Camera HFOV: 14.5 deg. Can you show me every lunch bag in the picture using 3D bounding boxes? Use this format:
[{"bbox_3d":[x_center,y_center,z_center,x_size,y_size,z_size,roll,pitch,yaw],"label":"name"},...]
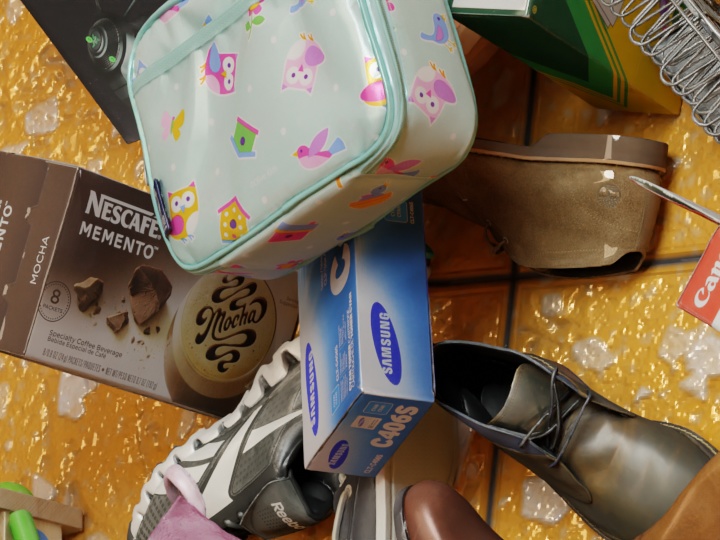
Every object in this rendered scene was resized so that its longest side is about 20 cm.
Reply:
[{"bbox_3d":[-0.039,-0.094,1.458,0.200,0.077,0.161,-31,67,40],"label":"lunch bag"}]

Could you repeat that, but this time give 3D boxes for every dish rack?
[{"bbox_3d":[0.178,-0.096,1.388,0.055,0.200,0.154,-41,63,10],"label":"dish rack"}]

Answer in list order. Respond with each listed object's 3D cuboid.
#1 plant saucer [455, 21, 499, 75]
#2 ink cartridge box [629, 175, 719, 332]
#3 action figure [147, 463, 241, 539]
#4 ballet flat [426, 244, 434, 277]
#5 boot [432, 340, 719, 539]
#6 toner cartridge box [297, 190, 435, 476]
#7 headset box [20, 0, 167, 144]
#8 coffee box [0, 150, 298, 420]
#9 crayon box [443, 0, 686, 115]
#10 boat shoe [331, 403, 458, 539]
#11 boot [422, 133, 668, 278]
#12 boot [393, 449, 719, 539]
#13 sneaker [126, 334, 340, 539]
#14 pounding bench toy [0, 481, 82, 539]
[{"bbox_3d":[0.062,-0.177,1.602,0.200,0.037,0.200,-49,23,29],"label":"plant saucer"},{"bbox_3d":[0.217,0.024,1.380,0.200,0.109,0.050,33,98,44],"label":"ink cartridge box"},{"bbox_3d":[-0.027,0.195,1.502,0.199,0.134,0.149,-3,48,29],"label":"action figure"},{"bbox_3d":[-0.046,-0.046,1.637,0.200,0.069,0.069,43,107,15],"label":"ballet flat"},{"bbox_3d":[0.111,0.094,1.461,0.200,0.097,0.075,30,96,45],"label":"boot"},{"bbox_3d":[0.000,0.000,1.518,0.095,0.043,0.201,123,150,-54],"label":"toner cartridge box"},{"bbox_3d":[-0.110,-0.187,1.701,0.174,0.200,0.093,-18,29,38],"label":"headset box"},{"bbox_3d":[-0.133,0.013,1.644,0.080,0.200,0.113,12,84,44],"label":"coffee box"},{"bbox_3d":[0.128,-0.203,1.494,0.058,0.172,0.201,6,80,35],"label":"crayon box"},{"bbox_3d":[0.013,0.136,1.560,0.060,0.074,0.201,-6,80,36],"label":"boat shoe"},{"bbox_3d":[0.078,-0.036,1.563,0.200,0.074,0.076,3,87,41],"label":"boot"},{"bbox_3d":[0.132,0.136,1.400,0.200,0.068,0.188,-44,75,30],"label":"boot"},{"bbox_3d":[-0.061,0.125,1.631,0.200,0.066,0.091,-47,47,18],"label":"sneaker"},{"bbox_3d":[-0.229,0.197,1.721,0.200,0.124,0.156,-19,63,37],"label":"pounding bench toy"}]
